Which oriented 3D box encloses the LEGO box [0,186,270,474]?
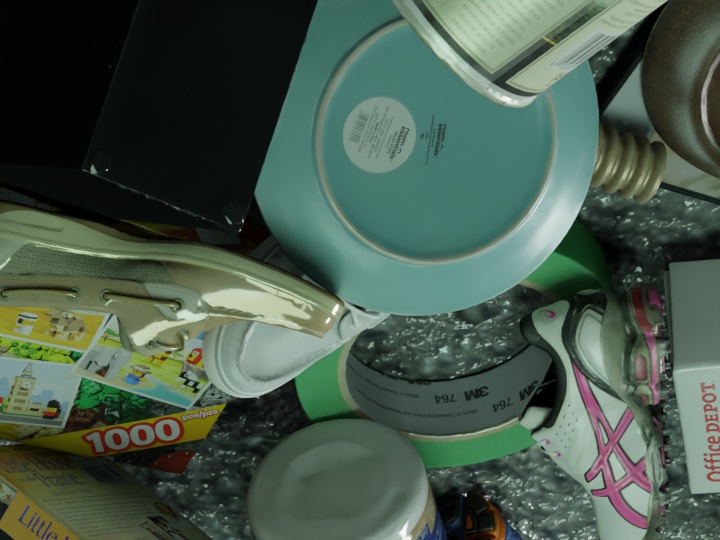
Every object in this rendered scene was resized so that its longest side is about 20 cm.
[{"bbox_3d":[-0.168,0.027,1.557,0.200,0.077,0.149,13,132,-23],"label":"LEGO box"}]

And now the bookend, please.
[{"bbox_3d":[-0.113,-0.130,1.378,0.092,0.199,0.200,22,172,-30],"label":"bookend"}]

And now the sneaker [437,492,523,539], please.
[{"bbox_3d":[0.033,0.228,1.813,0.200,0.075,0.078,-35,135,25],"label":"sneaker"}]

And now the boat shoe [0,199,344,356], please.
[{"bbox_3d":[-0.110,0.014,1.445,0.200,0.065,0.072,13,177,-4],"label":"boat shoe"}]

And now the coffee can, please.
[{"bbox_3d":[0.115,-0.195,1.335,0.200,0.146,0.146,-35,132,24],"label":"coffee can"}]

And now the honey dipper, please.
[{"bbox_3d":[0.074,-0.082,1.509,0.200,0.038,0.038,16,131,-15],"label":"honey dipper"}]

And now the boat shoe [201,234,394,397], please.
[{"bbox_3d":[0.000,0.000,1.506,0.200,0.069,0.072,-37,114,-16],"label":"boat shoe"}]

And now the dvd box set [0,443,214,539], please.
[{"bbox_3d":[-0.126,0.167,1.568,0.029,0.200,0.146,-58,160,10],"label":"dvd box set"}]

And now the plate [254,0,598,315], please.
[{"bbox_3d":[0.038,-0.072,1.455,0.200,0.026,0.200,-3,102,-16],"label":"plate"}]

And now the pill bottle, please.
[{"bbox_3d":[0.005,0.194,1.668,0.111,0.111,0.200,-14,134,3],"label":"pill bottle"}]

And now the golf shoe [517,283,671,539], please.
[{"bbox_3d":[0.141,0.091,1.628,0.092,0.073,0.200,-5,127,3],"label":"golf shoe"}]

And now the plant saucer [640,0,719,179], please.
[{"bbox_3d":[0.257,-0.112,1.508,0.200,0.032,0.200,-6,136,-6],"label":"plant saucer"}]

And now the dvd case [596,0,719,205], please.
[{"bbox_3d":[0.233,-0.092,1.559,0.200,0.018,0.143,14,130,-25],"label":"dvd case"}]

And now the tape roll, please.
[{"bbox_3d":[0.056,0.038,1.636,0.200,0.048,0.201,-6,136,-6],"label":"tape roll"}]

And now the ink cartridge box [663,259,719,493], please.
[{"bbox_3d":[0.289,0.061,1.647,0.200,0.083,0.145,-4,143,9],"label":"ink cartridge box"}]

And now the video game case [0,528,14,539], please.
[{"bbox_3d":[-0.126,0.197,1.638,0.019,0.143,0.200,-50,159,13],"label":"video game case"}]
